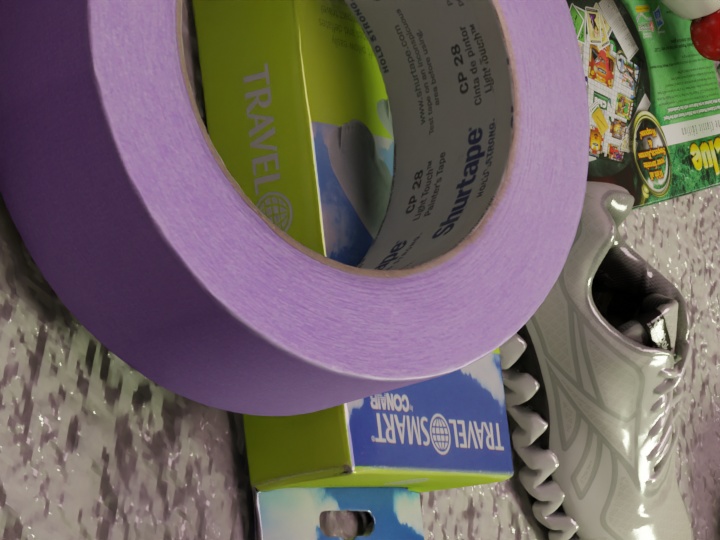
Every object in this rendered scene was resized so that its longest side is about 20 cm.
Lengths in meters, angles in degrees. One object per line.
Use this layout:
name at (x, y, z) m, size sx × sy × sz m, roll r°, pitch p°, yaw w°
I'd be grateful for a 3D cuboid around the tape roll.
tape roll at (-0.020, -0.058, 0.791) m, size 0.199 × 0.065 × 0.201 m, roll 13°, pitch 69°, yaw -37°

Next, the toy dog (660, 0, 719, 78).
toy dog at (0.171, -0.156, 1.147) m, size 0.200 × 0.096 × 0.132 m, roll 39°, pitch 35°, yaw -31°

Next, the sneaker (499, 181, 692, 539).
sneaker at (0.100, 0.049, 1.012) m, size 0.201 × 0.081 × 0.075 m, roll 64°, pitch 31°, yaw -27°

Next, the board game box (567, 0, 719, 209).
board game box at (0.120, -0.080, 1.147) m, size 0.200 × 0.023 × 0.105 m, roll -13°, pitch 90°, yaw -60°

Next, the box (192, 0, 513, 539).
box at (0.000, 0.000, 0.887) m, size 0.122 × 0.047 × 0.201 m, roll 9°, pitch 72°, yaw -59°
